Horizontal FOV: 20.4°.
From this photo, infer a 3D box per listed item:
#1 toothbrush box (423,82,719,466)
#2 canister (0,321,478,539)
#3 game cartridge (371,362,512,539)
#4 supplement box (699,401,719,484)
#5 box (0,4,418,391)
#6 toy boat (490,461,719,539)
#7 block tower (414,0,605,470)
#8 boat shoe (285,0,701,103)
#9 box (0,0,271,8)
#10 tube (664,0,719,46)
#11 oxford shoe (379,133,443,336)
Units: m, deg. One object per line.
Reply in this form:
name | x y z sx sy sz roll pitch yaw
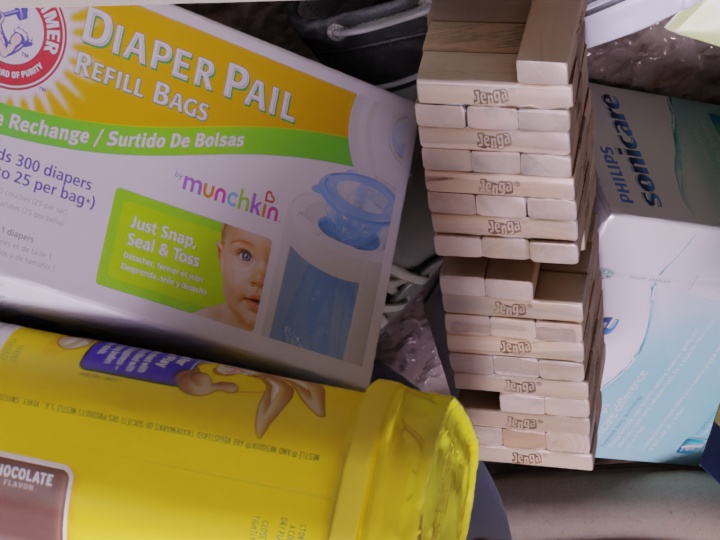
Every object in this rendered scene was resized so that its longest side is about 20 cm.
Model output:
toothbrush box | 0.150 0.009 0.876 0.200 0.085 0.146 5 135 -24
canister | -0.068 0.073 0.697 0.200 0.087 0.149 10 168 11
game cartridge | -0.011 0.102 0.841 0.133 0.200 0.041 -9 117 -11
supplement box | 0.239 0.023 0.662 0.134 0.200 0.200 10 106 -21
box | -0.093 -0.033 0.703 0.200 0.113 0.101 18 166 -34
toy boat | 0.129 0.158 0.946 0.200 0.131 0.130 -6 177 30
block tower | 0.058 -0.014 0.735 0.058 0.054 0.200 4 134 12
boat shoe | 0.065 -0.123 0.714 0.199 0.074 0.068 -20 136 28
box | -0.059 -0.126 0.616 0.200 0.068 0.082 -5 108 -35
tube | 0.222 -0.092 0.821 0.200 0.052 0.058 20 87 -29
oxford shoe | 0.000 0.000 0.838 0.075 0.058 0.200 28 121 -36
